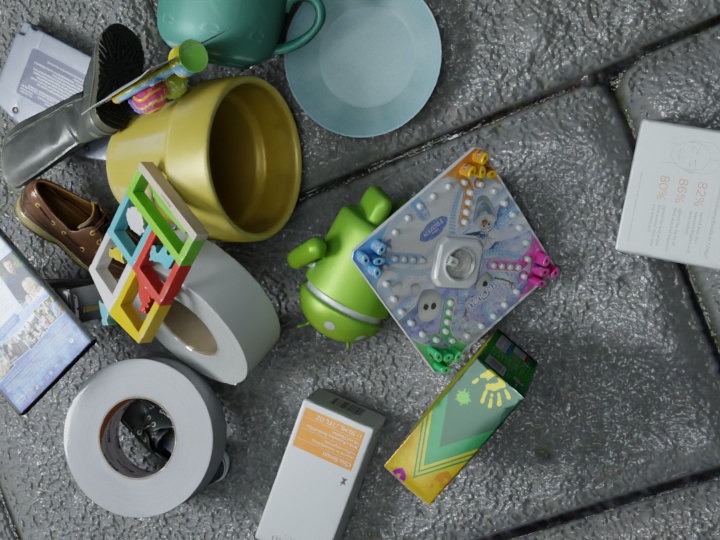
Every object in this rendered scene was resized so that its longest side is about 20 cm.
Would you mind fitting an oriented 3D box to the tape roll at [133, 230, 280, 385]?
[{"bbox_3d":[-0.197,0.048,1.339,0.202,0.203,0.071,36,59,8],"label":"tape roll"}]

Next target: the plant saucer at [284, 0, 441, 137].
[{"bbox_3d":[0.005,-0.266,1.333,0.200,0.039,0.202,2,97,14],"label":"plant saucer"}]

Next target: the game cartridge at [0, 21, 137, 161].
[{"bbox_3d":[-0.391,-0.232,1.440,0.200,0.041,0.133,28,98,10],"label":"game cartridge"}]

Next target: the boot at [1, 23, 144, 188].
[{"bbox_3d":[-0.373,-0.210,1.383,0.200,0.073,0.182,-24,45,39],"label":"boot"}]

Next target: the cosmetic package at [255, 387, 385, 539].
[{"bbox_3d":[-0.052,0.266,1.385,0.101,0.071,0.200,21,101,11],"label":"cosmetic package"}]

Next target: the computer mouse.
[{"bbox_3d":[0.135,-0.003,1.300,0.140,0.046,0.200,40,75,-32],"label":"computer mouse"}]

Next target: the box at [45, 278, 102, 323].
[{"bbox_3d":[-0.431,0.041,1.414,0.199,0.158,0.048,-1,94,14],"label":"box"}]

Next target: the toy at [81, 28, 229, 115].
[{"bbox_3d":[-0.228,-0.210,1.220,0.200,0.115,0.047,-16,108,56],"label":"toy"}]

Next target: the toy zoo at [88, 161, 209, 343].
[{"bbox_3d":[-0.257,-0.009,1.255,0.131,0.020,0.200,49,122,28],"label":"toy zoo"}]

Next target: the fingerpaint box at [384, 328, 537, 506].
[{"bbox_3d":[0.124,0.168,1.263,0.073,0.200,0.167,41,103,6],"label":"fingerpaint box"}]

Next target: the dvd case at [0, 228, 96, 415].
[{"bbox_3d":[-0.436,0.060,1.326,0.143,0.018,0.200,-44,84,14],"label":"dvd case"}]

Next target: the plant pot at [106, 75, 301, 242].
[{"bbox_3d":[-0.203,-0.135,1.330,0.188,0.201,0.201,1,96,30],"label":"plant pot"}]

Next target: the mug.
[{"bbox_3d":[-0.154,-0.302,1.285,0.185,0.152,0.115,19,104,30],"label":"mug"}]

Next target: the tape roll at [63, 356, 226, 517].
[{"bbox_3d":[-0.276,0.212,1.383,0.200,0.066,0.201,0,87,9],"label":"tape roll"}]

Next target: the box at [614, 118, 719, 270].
[{"bbox_3d":[0.403,-0.080,1.215,0.200,0.106,0.153,12,98,13],"label":"box"}]

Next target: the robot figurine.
[{"bbox_3d":[0.000,0.000,1.321,0.175,0.116,0.200,24,102,-21],"label":"robot figurine"}]

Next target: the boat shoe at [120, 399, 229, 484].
[{"bbox_3d":[-0.264,0.217,1.441,0.200,0.057,0.069,34,103,9],"label":"boat shoe"}]

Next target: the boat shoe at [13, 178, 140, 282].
[{"bbox_3d":[-0.353,-0.051,1.399,0.200,0.072,0.068,33,142,-13],"label":"boat shoe"}]

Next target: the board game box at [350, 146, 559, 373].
[{"bbox_3d":[0.117,-0.007,1.253,0.200,0.026,0.200,-41,117,-9],"label":"board game box"}]
